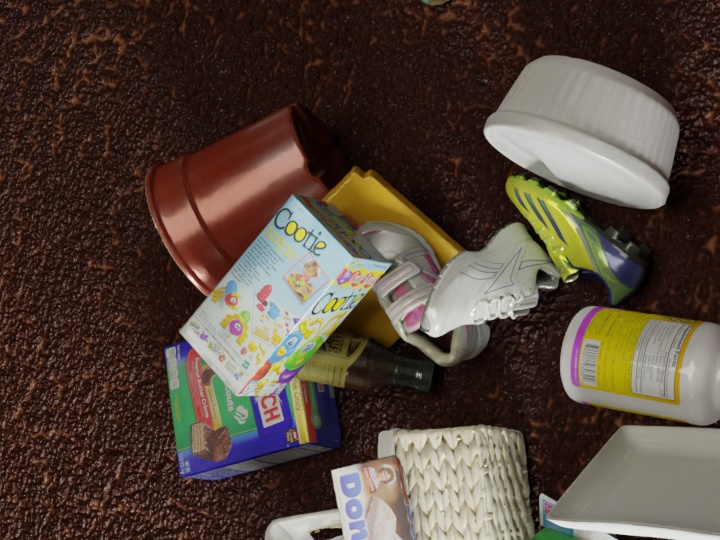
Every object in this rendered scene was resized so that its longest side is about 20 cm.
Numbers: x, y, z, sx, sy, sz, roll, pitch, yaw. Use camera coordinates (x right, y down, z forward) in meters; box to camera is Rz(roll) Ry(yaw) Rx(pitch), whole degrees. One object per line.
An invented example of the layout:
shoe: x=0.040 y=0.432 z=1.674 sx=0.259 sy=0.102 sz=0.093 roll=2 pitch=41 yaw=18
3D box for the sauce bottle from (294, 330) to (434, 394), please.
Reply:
sauce bottle: x=-0.016 y=0.102 z=1.757 sx=0.200 sy=0.066 sz=0.066 roll=10 pitch=88 yaw=2

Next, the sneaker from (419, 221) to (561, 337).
sneaker: x=0.141 y=0.018 z=1.640 sx=0.087 sy=0.200 sz=0.075 roll=39 pitch=140 yaw=21

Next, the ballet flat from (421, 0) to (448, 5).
ballet flat: x=0.084 y=-0.414 z=1.805 sx=0.068 sy=0.072 sz=0.200 roll=5 pitch=85 yaw=34

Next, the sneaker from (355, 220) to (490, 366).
sneaker: x=0.061 y=0.026 z=1.698 sx=0.200 sy=0.088 sz=0.081 roll=45 pitch=110 yaw=-1

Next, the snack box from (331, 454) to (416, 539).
snack box: x=0.024 y=0.295 z=1.573 sx=0.072 sy=0.024 sz=0.200 roll=-15 pitch=73 yaw=11

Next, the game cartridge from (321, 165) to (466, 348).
game cartridge: x=0.000 y=0.000 z=1.764 sx=0.176 sy=0.032 sz=0.200 roll=41 pitch=109 yaw=-11

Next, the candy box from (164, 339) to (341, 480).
candy box: x=-0.133 y=0.152 z=1.862 sx=0.200 sy=0.077 sz=0.169 roll=-18 pitch=72 yaw=29

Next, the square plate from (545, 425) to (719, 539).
square plate: x=0.310 y=0.210 z=1.500 sx=0.198 sy=0.200 sz=0.028 roll=-1 pitch=112 yaw=34

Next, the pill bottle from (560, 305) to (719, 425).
pill bottle: x=0.311 y=0.098 z=1.555 sx=0.200 sy=0.104 sz=0.104 roll=9 pitch=88 yaw=34

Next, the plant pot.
plant pot: x=-0.118 y=-0.088 z=1.831 sx=0.195 sy=0.201 sz=0.201 roll=-30 pitch=67 yaw=18

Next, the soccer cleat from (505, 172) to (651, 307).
soccer cleat: x=0.222 y=-0.035 z=1.660 sx=0.200 sy=0.065 sz=0.084 roll=39 pitch=107 yaw=32

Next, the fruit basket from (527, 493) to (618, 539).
fruit basket: x=0.248 y=0.335 z=1.520 sx=0.200 sy=0.094 sz=0.185 roll=33 pitch=142 yaw=53

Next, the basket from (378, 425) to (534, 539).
basket: x=0.108 y=0.266 z=1.642 sx=0.123 sy=0.136 sz=0.200 roll=-11 pitch=76 yaw=28

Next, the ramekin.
ramekin: x=0.236 y=-0.147 z=1.594 sx=0.202 sy=0.202 sz=0.094 roll=19 pitch=82 yaw=34

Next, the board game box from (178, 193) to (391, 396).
board game box: x=-0.081 y=0.029 z=1.667 sx=0.105 sy=0.103 sz=0.200 roll=46 pitch=105 yaw=21

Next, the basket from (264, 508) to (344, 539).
basket: x=-0.026 y=0.377 z=1.675 sx=0.135 sy=0.123 sz=0.200 roll=-11 pitch=48 yaw=10
